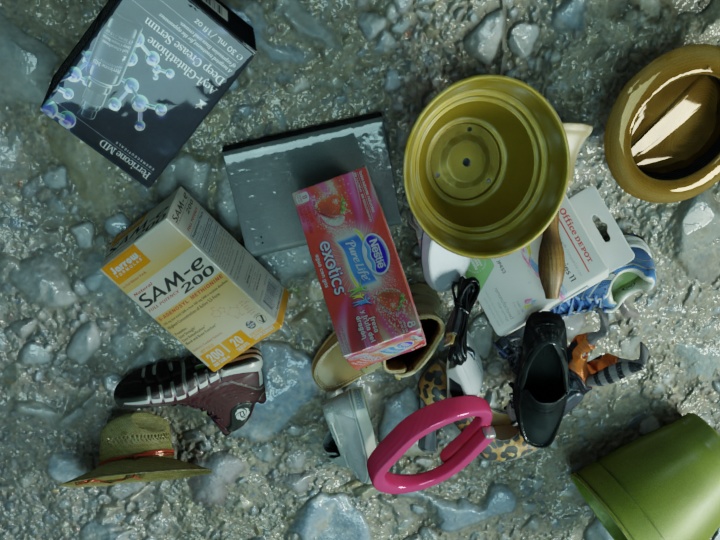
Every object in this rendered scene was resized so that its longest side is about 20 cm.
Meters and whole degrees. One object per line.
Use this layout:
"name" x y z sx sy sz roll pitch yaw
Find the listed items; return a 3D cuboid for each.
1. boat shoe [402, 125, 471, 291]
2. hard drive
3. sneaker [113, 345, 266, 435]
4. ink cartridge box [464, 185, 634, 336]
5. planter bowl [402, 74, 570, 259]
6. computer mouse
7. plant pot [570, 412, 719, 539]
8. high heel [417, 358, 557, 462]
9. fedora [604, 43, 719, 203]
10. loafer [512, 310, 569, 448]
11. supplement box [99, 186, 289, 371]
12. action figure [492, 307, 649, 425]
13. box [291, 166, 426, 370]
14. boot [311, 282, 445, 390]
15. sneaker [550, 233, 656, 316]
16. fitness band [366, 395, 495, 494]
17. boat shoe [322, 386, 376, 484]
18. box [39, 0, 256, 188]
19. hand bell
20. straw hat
"boat shoe" 0.088 -0.080 1.308 0.074 0.086 0.206 -9 105 -29
"hard drive" -0.057 -0.104 1.302 0.197 0.033 0.142 -13 116 -2
"sneaker" -0.213 0.175 1.394 0.197 0.076 0.117 -13 120 -2
"ink cartridge box" 0.231 -0.017 1.334 0.198 0.067 0.118 -31 77 7
"planter bowl" 0.132 -0.120 1.217 0.197 0.083 0.204 -2 101 -13
"computer mouse" 0.132 0.108 1.334 0.043 0.111 0.201 4 144 10
"plant pot" 0.430 0.308 1.494 0.192 0.200 0.201 -37 116 -3
"high heel" 0.175 0.184 1.451 0.196 0.072 0.145 0 119 -1
"fedora" 0.376 -0.183 1.296 0.197 0.082 0.204 -4 113 -11
"loafer" 0.221 0.145 1.314 0.067 0.071 0.203 1 124 5
"supplement box" -0.199 0.014 1.301 0.125 0.074 0.200 -33 116 27
"action figure" 0.258 0.135 1.380 0.193 0.105 0.199 -41 142 21
"box" 0.000 0.000 1.228 0.093 0.103 0.203 -19 74 2
"boot" 0.020 0.101 1.338 0.198 0.156 0.073 -33 102 7
"sneaker" 0.287 0.021 1.380 0.198 0.078 0.076 -26 129 8
"fitness band" 0.091 0.229 1.384 0.142 0.038 0.201 3 140 -34
"boat shoe" -0.017 0.223 1.422 0.070 0.071 0.202 -11 141 -2
"box" -0.232 -0.224 1.179 0.148 0.107 0.200 35 107 -22
"hand bell" 0.225 -0.068 1.275 0.102 0.104 0.204 0 90 -8
"straw hat" -0.294 0.230 1.397 0.197 0.201 0.087 -5 76 -5
